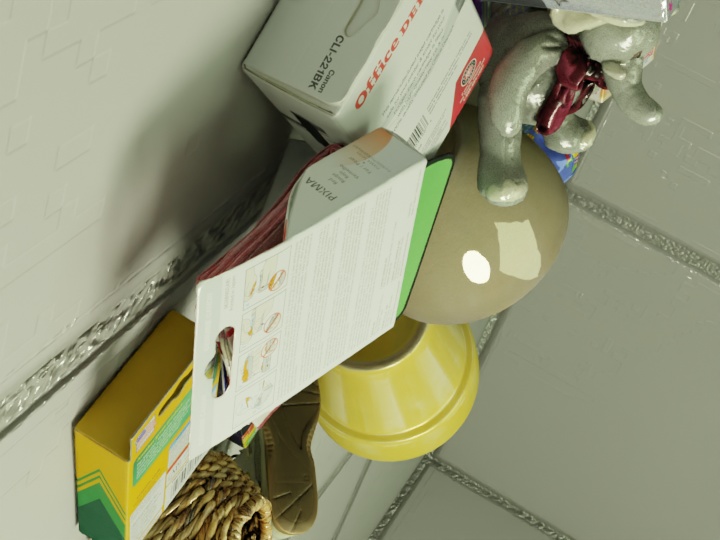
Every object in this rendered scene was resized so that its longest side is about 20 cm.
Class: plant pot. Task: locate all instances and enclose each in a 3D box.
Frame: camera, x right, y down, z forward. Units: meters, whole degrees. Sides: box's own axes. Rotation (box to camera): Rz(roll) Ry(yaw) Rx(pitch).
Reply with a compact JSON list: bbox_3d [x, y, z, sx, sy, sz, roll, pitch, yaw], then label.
[{"bbox_3d":[0.070,-0.072,1.165,0.201,0.199,0.135,-58,142,-14],"label":"plant pot"},{"bbox_3d":[0.021,0.080,1.399,0.202,0.200,0.189,-58,159,-16],"label":"plant pot"}]

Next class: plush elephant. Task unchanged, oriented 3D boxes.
[{"bbox_3d":[0.180,-0.169,1.055,0.164,0.154,0.202,-25,108,-49],"label":"plush elephant"}]

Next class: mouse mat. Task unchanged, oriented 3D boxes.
[{"bbox_3d":[0.000,0.000,0.991,0.200,0.007,0.162,-28,142,-52],"label":"mouse mat"}]

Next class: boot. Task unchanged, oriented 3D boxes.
[{"bbox_3d":[-0.105,0.184,1.343,0.154,0.072,0.202,-35,-129,51],"label":"boot"}]

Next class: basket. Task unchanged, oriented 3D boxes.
[{"bbox_3d":[-0.128,0.261,1.170,0.142,0.149,0.200,-39,164,-10],"label":"basket"}]

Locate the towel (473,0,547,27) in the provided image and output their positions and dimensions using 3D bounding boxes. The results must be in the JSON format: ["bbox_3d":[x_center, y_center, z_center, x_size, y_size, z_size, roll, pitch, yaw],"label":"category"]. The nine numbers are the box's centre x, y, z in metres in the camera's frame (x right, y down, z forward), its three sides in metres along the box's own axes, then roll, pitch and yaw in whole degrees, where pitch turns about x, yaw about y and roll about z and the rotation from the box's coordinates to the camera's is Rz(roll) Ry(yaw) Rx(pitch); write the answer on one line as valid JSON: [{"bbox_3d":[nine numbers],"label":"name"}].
[{"bbox_3d":[0.121,-0.267,1.122,0.143,0.023,0.201,-29,131,-30],"label":"towel"}]

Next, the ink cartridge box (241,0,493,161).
[{"bbox_3d":[0.012,-0.153,0.946,0.145,0.083,0.200,-60,160,-5],"label":"ink cartridge box"}]

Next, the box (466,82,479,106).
[{"bbox_3d":[0.137,-0.255,1.275,0.201,0.108,0.128,-64,168,17],"label":"box"}]

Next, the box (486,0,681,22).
[{"bbox_3d":[0.144,-0.269,0.947,0.115,0.199,0.133,-51,142,-36],"label":"box"}]

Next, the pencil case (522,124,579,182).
[{"bbox_3d":[0.131,-0.064,1.271,0.200,0.087,0.078,-51,-174,-10],"label":"pencil case"}]

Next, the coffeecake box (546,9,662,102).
[{"bbox_3d":[0.231,-0.272,1.176,0.153,0.073,0.201,-38,144,-53],"label":"coffeecake box"}]

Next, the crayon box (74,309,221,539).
[{"bbox_3d":[-0.161,0.120,1.002,0.126,0.051,0.201,-54,168,-35],"label":"crayon box"}]

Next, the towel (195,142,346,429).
[{"bbox_3d":[-0.050,0.016,0.945,0.144,0.023,0.201,-47,155,-24],"label":"towel"}]

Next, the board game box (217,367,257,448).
[{"bbox_3d":[-0.078,0.046,1.189,0.201,0.056,0.166,-58,170,-19],"label":"board game box"}]

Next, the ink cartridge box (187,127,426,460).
[{"bbox_3d":[-0.047,0.014,0.867,0.199,0.050,0.163,-29,144,-35],"label":"ink cartridge box"}]

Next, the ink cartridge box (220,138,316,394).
[{"bbox_3d":[-0.066,-0.001,1.014,0.095,0.037,0.201,94,11,-47],"label":"ink cartridge box"}]
